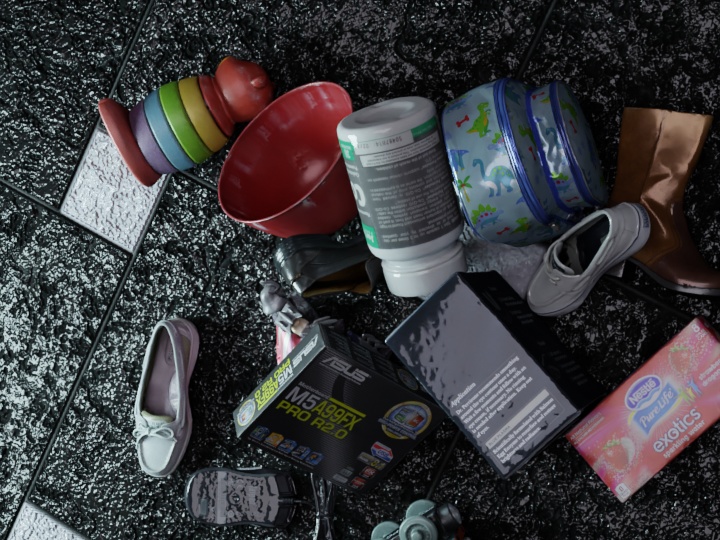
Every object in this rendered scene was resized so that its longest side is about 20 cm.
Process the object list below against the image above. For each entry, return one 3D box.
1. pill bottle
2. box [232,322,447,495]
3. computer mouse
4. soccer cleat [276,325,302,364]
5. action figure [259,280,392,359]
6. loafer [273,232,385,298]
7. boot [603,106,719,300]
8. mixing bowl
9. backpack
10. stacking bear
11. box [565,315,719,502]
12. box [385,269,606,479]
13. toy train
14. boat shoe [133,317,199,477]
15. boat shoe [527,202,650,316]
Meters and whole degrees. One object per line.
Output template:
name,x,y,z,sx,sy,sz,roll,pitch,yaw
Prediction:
pill bottle,0.051,-0.081,1.504,0.112,0.113,0.201,-10,110,17
box,-0.022,0.164,1.562,0.160,0.199,0.044,-45,36,21
computer mouse,-0.116,0.308,1.677,0.198,0.046,0.142,-5,88,14
soccer cleat,-0.078,0.135,1.658,0.076,0.067,0.201,-19,87,21
action figure,-0.044,0.069,1.584,0.069,0.130,0.200,-46,117,9
loafer,0.000,0.000,1.581,0.073,0.199,0.073,106,148,-44
boot,0.364,-0.075,1.526,0.187,0.068,0.201,16,89,30
mixing bowl,-0.060,-0.111,1.608,0.199,0.108,0.201,-24,44,25
backpack,0.179,-0.126,1.496,0.146,0.200,0.184,-19,83,25
stacking bear,-0.200,-0.195,1.678,0.199,0.121,0.114,-26,80,8
box,0.335,0.152,1.507,0.200,0.095,0.100,-44,77,13
box,0.155,0.109,1.513,0.117,0.197,0.200,-44,77,14
toy train,0.049,0.357,1.609,0.199,0.085,0.114,-34,92,13
boat shoe,-0.250,0.160,1.709,0.074,0.065,0.204,13,93,17
boat shoe,0.236,-0.014,1.514,0.200,0.065,0.074,-51,50,43
